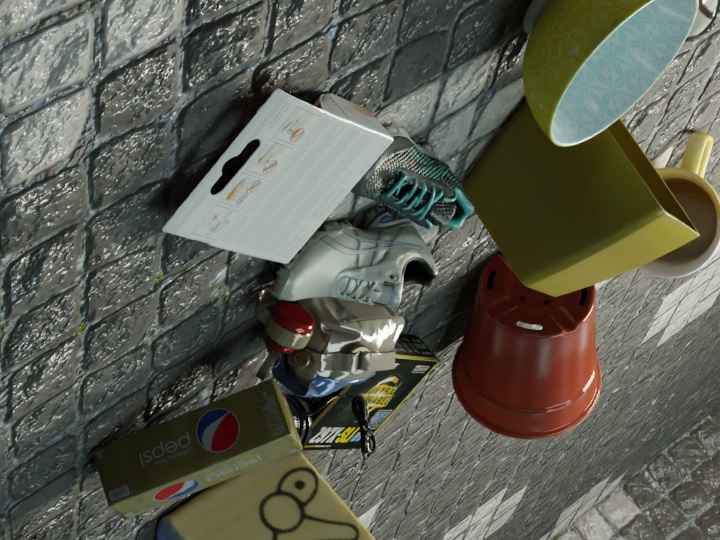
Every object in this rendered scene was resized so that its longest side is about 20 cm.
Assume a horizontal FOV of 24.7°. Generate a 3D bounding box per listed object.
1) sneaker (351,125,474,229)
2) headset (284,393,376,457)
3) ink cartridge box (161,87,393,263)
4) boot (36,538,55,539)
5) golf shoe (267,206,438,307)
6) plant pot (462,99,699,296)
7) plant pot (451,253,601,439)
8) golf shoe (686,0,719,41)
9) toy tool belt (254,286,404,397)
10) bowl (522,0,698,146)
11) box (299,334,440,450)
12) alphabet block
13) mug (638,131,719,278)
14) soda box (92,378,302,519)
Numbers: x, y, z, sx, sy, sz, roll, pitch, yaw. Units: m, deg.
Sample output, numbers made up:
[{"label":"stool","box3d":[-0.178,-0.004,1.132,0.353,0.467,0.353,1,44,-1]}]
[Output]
[{"label":"sneaker","box3d":[0.054,-0.083,1.610,0.078,0.091,0.200,-51,158,18]},{"label":"headset","box3d":[-0.086,0.180,1.781,0.199,0.095,0.124,-16,172,5]},{"label":"ink cartridge box","box3d":[-0.079,-0.089,1.439,0.162,0.050,0.200,-49,150,15]},{"label":"boot","box3d":[-0.394,0.384,1.711,0.182,0.073,0.200,-41,171,-48]},{"label":"golf shoe","box3d":[0.000,0.000,1.664,0.199,0.097,0.078,-23,153,-39]},{"label":"plant pot","box3d":[0.232,-0.081,1.825,0.176,0.201,0.200,-36,162,15]},{"label":"plant pot","box3d":[0.219,0.079,2.108,0.200,0.201,0.196,-34,149,-23]},{"label":"golf shoe","box3d":[0.347,-0.321,1.748,0.088,0.077,0.201,-13,147,-17]},{"label":"toy tool belt","box3d":[-0.047,0.088,1.713,0.200,0.125,0.123,-8,131,-56]},{"label":"bowl","box3d":[0.224,-0.231,1.614,0.200,0.108,0.200,-37,158,-18]},{"label":"box","box3d":[-0.003,0.148,2.010,0.160,0.049,0.200,-47,159,13]},{"label":"alphabet block","box3d":[-0.120,0.362,2.003,0.199,0.196,0.197,-30,157,-29]},{"label":"mug","box3d":[0.455,-0.080,2.286,0.186,0.150,0.153,-43,168,18]},{"label":"soda box","box3d":[-0.163,0.182,1.665,0.199,0.064,0.068,-21,159,2]}]
